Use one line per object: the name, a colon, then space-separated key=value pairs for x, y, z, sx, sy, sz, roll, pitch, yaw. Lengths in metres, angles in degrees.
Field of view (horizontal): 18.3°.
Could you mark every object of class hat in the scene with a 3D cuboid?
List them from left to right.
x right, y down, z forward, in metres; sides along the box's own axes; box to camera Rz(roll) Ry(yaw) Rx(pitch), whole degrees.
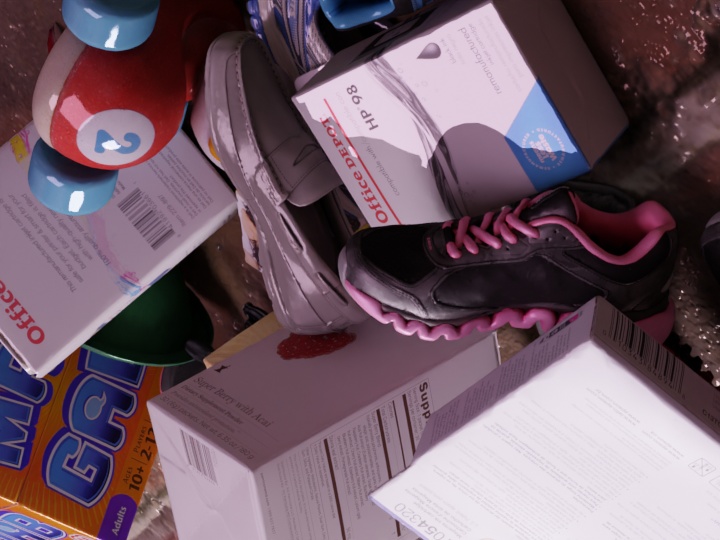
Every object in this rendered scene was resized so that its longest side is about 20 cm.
hat: x=-0.176 y=-0.049 z=1.724 sx=0.198 sy=0.166 sz=0.177 roll=18 pitch=116 yaw=-16

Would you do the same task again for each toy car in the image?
toy car: x=-0.096 y=-0.109 z=1.476 sx=0.199 sy=0.177 sz=0.185 roll=30 pitch=135 yaw=10

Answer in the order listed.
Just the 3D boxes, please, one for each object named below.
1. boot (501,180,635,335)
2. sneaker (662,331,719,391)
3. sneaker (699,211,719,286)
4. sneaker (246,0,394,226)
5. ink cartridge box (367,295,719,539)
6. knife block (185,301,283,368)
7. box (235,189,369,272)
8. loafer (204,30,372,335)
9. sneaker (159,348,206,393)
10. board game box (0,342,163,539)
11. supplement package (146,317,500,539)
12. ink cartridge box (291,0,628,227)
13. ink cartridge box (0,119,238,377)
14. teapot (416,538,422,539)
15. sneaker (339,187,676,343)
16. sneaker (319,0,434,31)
boot: x=0.123 y=0.037 z=1.413 sx=0.181 sy=0.073 sz=0.201 roll=0 pitch=131 yaw=38
sneaker: x=0.207 y=0.121 z=1.347 sx=0.200 sy=0.078 sz=0.082 roll=46 pitch=115 yaw=-3
sneaker: x=0.248 y=0.058 z=1.238 sx=0.201 sy=0.095 sz=0.079 roll=53 pitch=152 yaw=0
sneaker: x=0.002 y=-0.111 z=1.414 sx=0.085 sy=0.077 sz=0.201 roll=-8 pitch=117 yaw=52
ink cartridge box: x=0.139 y=0.127 z=1.288 sx=0.196 sy=0.044 sz=0.200 roll=37 pitch=132 yaw=-19
knife block: x=-0.076 y=0.086 z=1.649 sx=0.174 sy=0.200 sz=0.064 roll=-19 pitch=112 yaw=28
box: x=0.000 y=0.000 z=1.564 sx=0.199 sy=0.050 sz=0.076 roll=30 pitch=144 yaw=32
loafer: x=-0.041 y=-0.057 z=1.399 sx=0.069 sy=0.070 sz=0.202 roll=-9 pitch=109 yaw=34
sneaker: x=-0.120 y=0.132 z=1.836 sx=0.087 sy=0.074 sz=0.201 roll=31 pitch=160 yaw=48
board game box: x=-0.288 y=0.111 z=1.868 sx=0.199 sy=0.201 sz=0.200 roll=27 pitch=158 yaw=-22
supplement package: x=-0.016 y=0.109 z=1.435 sx=0.121 sy=0.199 sz=0.121 roll=26 pitch=135 yaw=47
ink cartridge box: x=0.043 y=-0.088 z=1.321 sx=0.199 sy=0.067 sz=0.116 roll=-22 pitch=106 yaw=38
ink cartridge box: x=-0.210 y=-0.038 z=1.648 sx=0.146 sy=0.200 sz=0.088 roll=49 pitch=174 yaw=0
teapot: x=-0.023 y=0.163 z=1.681 sx=0.198 sy=0.197 sz=0.148 roll=4 pitch=93 yaw=24
sneaker: x=0.088 y=-0.012 z=1.262 sx=0.079 sy=0.198 sz=0.096 roll=-96 pitch=13 yaw=-47
sneaker: x=0.048 y=-0.184 z=1.258 sx=0.073 sy=0.082 sz=0.200 roll=54 pitch=150 yaw=-3
